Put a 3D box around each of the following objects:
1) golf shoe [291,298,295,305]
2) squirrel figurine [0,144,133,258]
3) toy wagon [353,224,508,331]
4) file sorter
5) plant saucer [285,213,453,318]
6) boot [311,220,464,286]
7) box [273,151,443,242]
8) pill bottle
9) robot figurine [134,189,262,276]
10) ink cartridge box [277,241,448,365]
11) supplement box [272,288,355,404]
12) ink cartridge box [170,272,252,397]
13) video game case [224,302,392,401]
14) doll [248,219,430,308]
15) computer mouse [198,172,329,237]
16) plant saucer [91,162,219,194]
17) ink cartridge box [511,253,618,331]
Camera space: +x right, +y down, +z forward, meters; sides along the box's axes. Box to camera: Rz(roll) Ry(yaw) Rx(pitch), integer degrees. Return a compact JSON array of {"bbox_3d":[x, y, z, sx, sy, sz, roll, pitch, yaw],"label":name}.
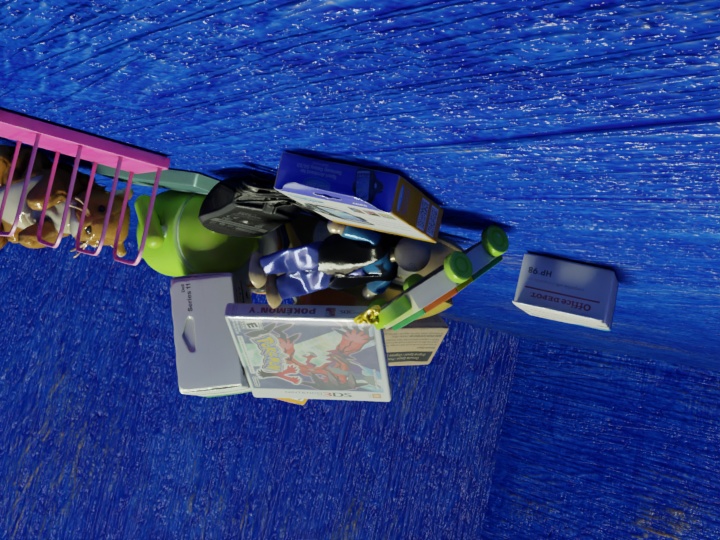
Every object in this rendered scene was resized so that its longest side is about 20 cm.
[{"bbox_3d":[-0.076,0.077,1.664,0.077,0.095,0.200,27,-151,1],"label":"golf shoe"},{"bbox_3d":[-0.382,-0.088,1.556,0.184,0.144,0.200,10,-168,12],"label":"squirrel figurine"},{"bbox_3d":[0.070,0.021,1.251,0.199,0.040,0.155,-34,180,-41],"label":"toy wagon"},{"bbox_3d":[-0.338,-0.089,1.306,0.198,0.127,0.139,14,176,-26],"label":"file sorter"},{"bbox_3d":[0.000,0.000,1.525,0.198,0.049,0.200,14,-161,-22],"label":"plant saucer"},{"bbox_3d":[0.049,-0.027,1.376,0.197,0.073,0.155,14,174,-11],"label":"boot"},{"bbox_3d":[0.000,-0.070,1.115,0.117,0.042,0.200,13,175,18],"label":"box"},{"bbox_3d":[-0.149,-0.026,1.699,0.115,0.118,0.200,12,176,14],"label":"pill bottle"},{"bbox_3d":[-0.217,-0.049,1.532,0.174,0.118,0.199,4,179,-40],"label":"robot figurine"},{"bbox_3d":[0.001,0.041,1.613,0.163,0.076,0.201,1,-141,-38],"label":"ink cartridge box"},{"bbox_3d":[-0.069,0.097,1.478,0.068,0.067,0.200,16,146,-15],"label":"supplement box"},{"bbox_3d":[-0.187,0.087,1.522,0.082,0.149,0.200,-6,174,1],"label":"ink cartridge box"},{"bbox_3d":[-0.058,0.102,1.403,0.179,0.023,0.201,1,146,7],"label":"video game case"},{"bbox_3d":[-0.016,-0.006,1.278,0.197,0.049,0.137,-12,140,20],"label":"doll"},{"bbox_3d":[-0.112,-0.080,1.310,0.137,0.054,0.199,13,166,-32],"label":"computer mouse"},{"bbox_3d":[-0.253,-0.116,1.468,0.198,0.019,0.070,9,175,37],"label":"plant saucer"},{"bbox_3d":[0.260,0.027,1.461,0.114,0.068,0.200,12,177,15],"label":"ink cartridge box"}]
